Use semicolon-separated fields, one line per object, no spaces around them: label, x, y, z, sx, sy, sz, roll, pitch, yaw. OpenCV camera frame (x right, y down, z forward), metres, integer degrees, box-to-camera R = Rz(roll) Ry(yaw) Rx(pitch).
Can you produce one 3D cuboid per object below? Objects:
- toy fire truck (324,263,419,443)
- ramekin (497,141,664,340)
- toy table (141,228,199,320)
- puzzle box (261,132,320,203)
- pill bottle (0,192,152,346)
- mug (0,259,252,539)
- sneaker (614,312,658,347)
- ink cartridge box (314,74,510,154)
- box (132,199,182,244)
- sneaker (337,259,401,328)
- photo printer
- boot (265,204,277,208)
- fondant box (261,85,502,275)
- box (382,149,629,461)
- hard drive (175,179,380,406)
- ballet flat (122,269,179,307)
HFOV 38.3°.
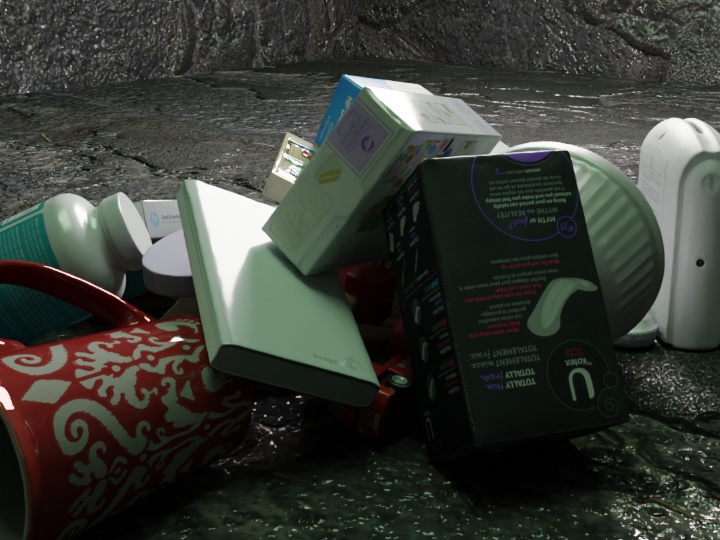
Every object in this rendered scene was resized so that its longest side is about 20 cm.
toy fire truck;0.012;0.063;0.878;0.140;0.049;0.200;23;27;24
ramekin;0.156;-0.004;0.910;0.201;0.204;0.094;10;31;31
toy table;-0.111;0.028;0.935;0.182;0.119;0.199;13;22;36
puzzle box;0.002;-0.069;1.046;0.198;0.026;0.133;24;24;-8
pill bottle;-0.289;0.003;0.930;0.198;0.112;0.111;-24;17;3
mug;-0.176;0.081;0.684;0.132;0.180;0.199;8;14;37
sneaker;0.230;-0.018;1.017;0.074;0.116;0.200;-7;36;-19
ink cartridge box;0.074;-0.117;1.084;0.200;0.085;0.145;41;26;29
box;-0.261;-0.034;1.073;0.198;0.042;0.156;-11;0;23
sneaker;0.000;0.000;1.029;0.198;0.088;0.074;10;31;2
photo printer;0.314;-0.045;1.010;0.069;0.202;0.167;0;16;2
boot;-0.088;-0.020;1.122;0.198;0.097;0.073;7;19;21
fondant box;0.024;-0.075;0.863;0.058;0.145;0.200;44;22;15
box;0.100;0.027;0.756;0.121;0.202;0.106;-6;-15;-16
hard drive;-0.068;0.013;0.795;0.131;0.026;0.201;19;30;-30
ballet flat;-0.215;0.012;1.108;0.198;0.069;0.072;-8;-1;-11
